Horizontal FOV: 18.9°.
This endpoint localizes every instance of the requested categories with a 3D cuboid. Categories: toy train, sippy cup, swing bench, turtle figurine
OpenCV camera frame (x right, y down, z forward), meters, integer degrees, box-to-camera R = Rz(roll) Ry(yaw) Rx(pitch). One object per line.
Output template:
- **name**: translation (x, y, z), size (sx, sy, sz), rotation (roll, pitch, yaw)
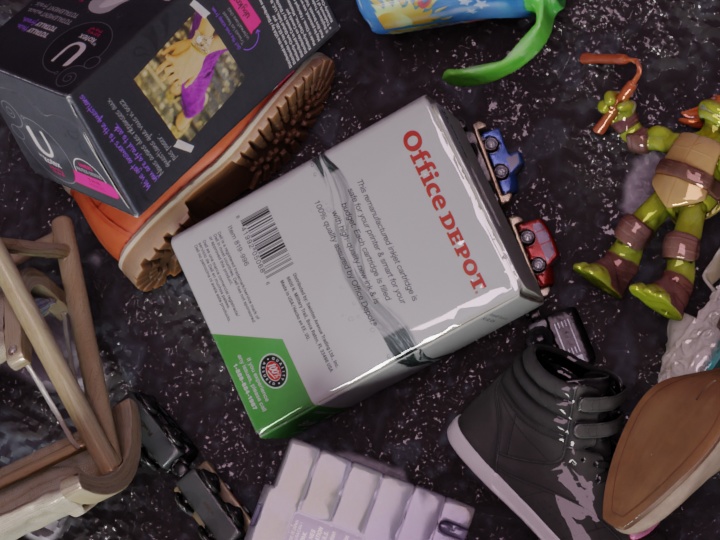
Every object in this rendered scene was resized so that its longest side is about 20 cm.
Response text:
- **toy train**: translation (-0.092, 0.160, 1.417), size (0.034, 0.046, 0.200), rotation (-42, 73, 5)
- **sippy cup**: translation (0.056, -0.219, 1.439), size (0.129, 0.140, 0.179), rotation (-16, 40, 14)
- **toy train**: translation (0.110, -0.011, 1.440), size (0.045, 0.034, 0.202), rotation (-21, 80, -1)
- **swing bench**: translation (-0.261, 0.091, 1.397), size (0.198, 0.130, 0.202), rotation (-24, 80, 17)
- **turtle figurine**: translation (0.204, -0.057, 1.423), size (0.199, 0.064, 0.162), rotation (26, 82, 29)

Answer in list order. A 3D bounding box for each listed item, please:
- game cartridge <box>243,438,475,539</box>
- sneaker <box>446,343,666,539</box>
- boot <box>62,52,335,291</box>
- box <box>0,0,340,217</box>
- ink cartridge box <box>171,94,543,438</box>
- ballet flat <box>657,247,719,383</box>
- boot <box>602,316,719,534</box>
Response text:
- **game cartridge**: translation (-0.022, 0.216, 1.318), size (0.129, 0.038, 0.202), rotation (20, 79, 4)
- **sneaker**: translation (0.152, 0.127, 1.364), size (0.200, 0.071, 0.100), rotation (41, 117, 19)
- **boot**: translation (-0.110, -0.093, 1.461), size (0.200, 0.075, 0.107), rotation (-43, 70, -4)
- **box**: translation (-0.131, -0.148, 1.402), size (0.200, 0.107, 0.122), rotation (-44, 40, -22)
- **ink cartridge box**: translation (0.000, 0.000, 1.408), size (0.199, 0.083, 0.148), rotation (-28, 78, 13)
- **ballet flat**: translation (0.241, 0.030, 1.412), size (0.072, 0.072, 0.201), rotation (36, 84, 10)
- **boot**: translation (0.247, 0.102, 1.356), size (0.201, 0.146, 0.070), rotation (-55, 41, -3)
